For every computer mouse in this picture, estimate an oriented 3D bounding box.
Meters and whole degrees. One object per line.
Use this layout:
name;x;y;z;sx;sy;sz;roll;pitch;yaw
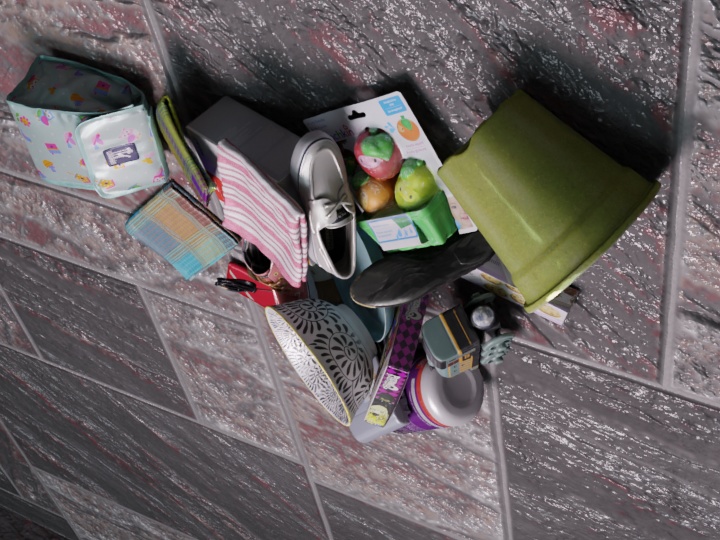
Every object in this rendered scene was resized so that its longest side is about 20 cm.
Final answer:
computer mouse;-0.125;0.043;1.867;0.199;0.034;0.059;12;-174;-18

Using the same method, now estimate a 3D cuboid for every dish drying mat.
dish drying mat;-0.126;0.051;1.978;0.200;0.018;0.077;29;148;6

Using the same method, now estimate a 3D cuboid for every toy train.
toy train;0.139;0.092;1.659;0.200;0.114;0.085;74;171;-76

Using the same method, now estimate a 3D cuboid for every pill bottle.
pill bottle;0.088;0.189;1.887;0.112;0.113;0.200;44;147;-19

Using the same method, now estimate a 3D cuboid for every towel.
towel;-0.285;-0.059;1.965;0.147;0.022;0.200;40;148;-13
towel;-0.235;-0.159;1.669;0.144;0.023;0.200;62;171;-1
towel;-0.125;-0.067;1.569;0.146;0.030;0.200;42;160;17

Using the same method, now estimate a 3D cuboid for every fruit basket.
fruit basket;0.032;-0.116;1.530;0.185;0.094;0.200;-7;127;49

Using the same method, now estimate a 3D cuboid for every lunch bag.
lunch bag;-0.374;-0.197;1.757;0.199;0.122;0.171;14;144;17

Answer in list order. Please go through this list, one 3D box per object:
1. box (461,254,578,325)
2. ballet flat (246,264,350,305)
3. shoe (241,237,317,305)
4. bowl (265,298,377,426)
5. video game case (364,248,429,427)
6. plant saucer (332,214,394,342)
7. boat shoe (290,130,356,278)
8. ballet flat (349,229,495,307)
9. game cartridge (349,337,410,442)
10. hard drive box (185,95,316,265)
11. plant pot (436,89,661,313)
box;0.184;0.007;1.614;0.200;0.039;0.041;27;151;10
ballet flat;-0.088;-0.005;1.834;0.200;0.068;0.073;17;131;32
shoe;-0.119;0.004;1.760;0.071;0.091;0.201;10;116;34
bowl;-0.038;0.109;1.727;0.201;0.094;0.201;52;166;18
video game case;0.057;0.089;1.689;0.036;0.200;0.181;17;149;-1
plant saucer;0.000;0.000;1.697;0.200;0.027;0.201;160;90;-74
boat shoe;-0.038;-0.076;1.522;0.066;0.072;0.200;41;144;43
ballet flat;0.082;0.001;1.580;0.057;0.199;0.067;32;-142;-81
game cartridge;0.003;0.154;1.871;0.133;0.041;0.201;-33;71;47
hard drive box;-0.120;-0.119;1.622;0.200;0.077;0.156;33;155;40
plant pot;0.191;-0.089;1.353;0.184;0.200;0.200;46;148;0
